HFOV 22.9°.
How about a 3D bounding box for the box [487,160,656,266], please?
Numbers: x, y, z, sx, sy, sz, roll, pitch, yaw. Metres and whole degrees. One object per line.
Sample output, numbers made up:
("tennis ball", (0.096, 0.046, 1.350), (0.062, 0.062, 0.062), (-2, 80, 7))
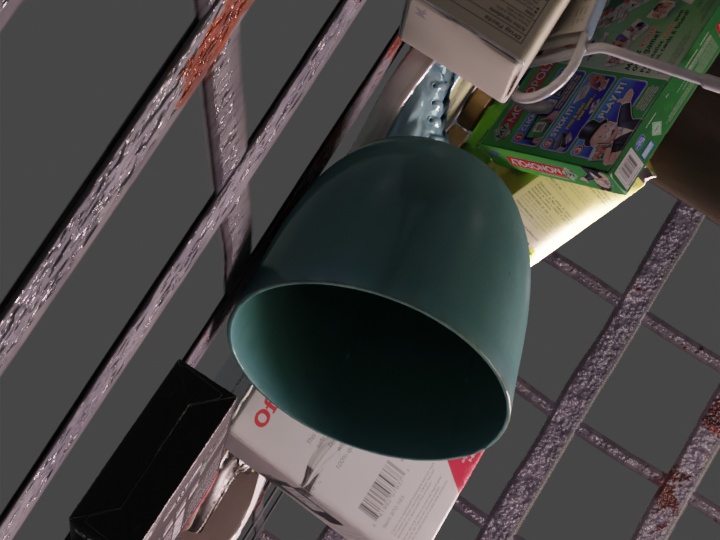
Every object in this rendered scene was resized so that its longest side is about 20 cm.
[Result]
("box", (0.121, -0.047, 1.354), (0.199, 0.075, 0.050), (-38, -142, 15))

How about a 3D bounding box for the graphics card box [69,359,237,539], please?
("graphics card box", (-0.139, 0.148, 1.176), (0.126, 0.051, 0.200), (-56, 176, -21))

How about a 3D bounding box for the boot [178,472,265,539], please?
("boot", (-0.108, 0.174, 1.535), (0.201, 0.072, 0.090), (-58, 170, -10))

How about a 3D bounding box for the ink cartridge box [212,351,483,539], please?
("ink cartridge box", (-0.010, 0.112, 1.366), (0.146, 0.200, 0.083), (-57, -157, -15))

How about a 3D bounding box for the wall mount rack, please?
("wall mount rack", (0.187, -0.182, 1.251), (0.173, 0.075, 0.202), (-5, -127, 44))

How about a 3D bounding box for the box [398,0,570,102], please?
("box", (0.115, -0.226, 1.202), (0.201, 0.094, 0.078), (-56, 176, -15))

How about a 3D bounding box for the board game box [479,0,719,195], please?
("board game box", (0.190, -0.152, 1.297), (0.134, 0.029, 0.201), (18, -112, 50))

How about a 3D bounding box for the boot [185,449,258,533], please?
("boot", (-0.051, 0.147, 1.446), (0.201, 0.150, 0.073), (-61, -163, -5))

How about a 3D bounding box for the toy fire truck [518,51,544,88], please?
("toy fire truck", (0.162, -0.183, 1.431), (0.201, 0.111, 0.170), (77, 23, -58))

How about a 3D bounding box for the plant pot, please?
("plant pot", (0.027, 0.007, 1.222), (0.201, 0.199, 0.162), (115, -4, -56))

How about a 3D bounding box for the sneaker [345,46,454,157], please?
("sneaker", (0.044, -0.097, 1.331), (0.201, 0.081, 0.074), (-59, 177, 24))

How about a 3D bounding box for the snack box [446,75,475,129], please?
("snack box", (0.075, -0.163, 1.520), (0.117, 0.037, 0.200), (-61, 175, 32))

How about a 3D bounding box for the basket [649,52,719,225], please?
("basket", (0.281, -0.113, 1.395), (0.180, 0.199, 0.137), (-40, 149, -44))

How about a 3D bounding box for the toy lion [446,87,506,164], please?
("toy lion", (0.072, -0.059, 1.552), (0.192, 0.068, 0.200), (-56, 179, 27))
